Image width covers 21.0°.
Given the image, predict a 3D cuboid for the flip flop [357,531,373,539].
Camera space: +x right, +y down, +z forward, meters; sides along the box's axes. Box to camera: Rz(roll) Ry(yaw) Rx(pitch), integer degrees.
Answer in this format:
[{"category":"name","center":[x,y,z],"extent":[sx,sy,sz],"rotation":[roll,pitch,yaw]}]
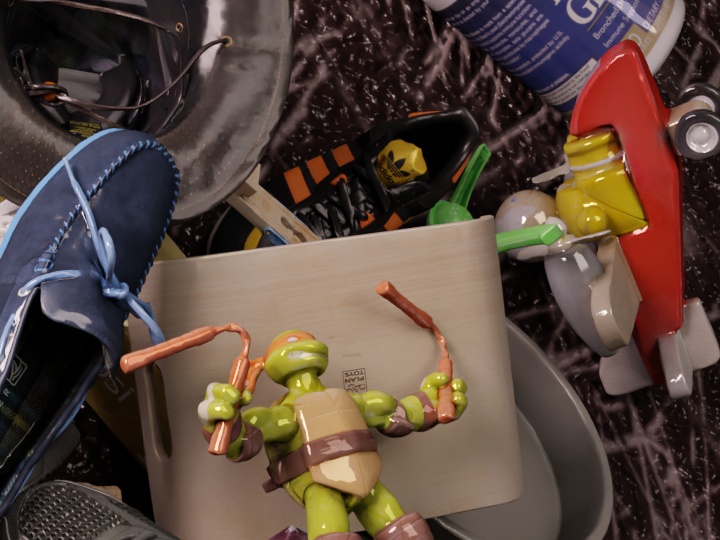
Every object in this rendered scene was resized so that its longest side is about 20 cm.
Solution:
[{"category":"flip flop","center":[0.025,0.182,1.029],"extent":[0.199,0.058,0.081],"rotation":[33,10,-20]}]

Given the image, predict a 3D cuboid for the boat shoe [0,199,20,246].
[{"category":"boat shoe","center":[-0.168,0.013,0.891],"extent":[0.074,0.065,0.200],"rotation":[44,51,-4]}]

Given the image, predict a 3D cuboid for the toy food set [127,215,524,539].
[{"category":"toy food set","center":[-0.013,0.055,0.971],"extent":[0.198,0.060,0.145],"rotation":[-8,94,-21]}]

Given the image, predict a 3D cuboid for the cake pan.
[{"category":"cake pan","center":[0.054,0.089,1.091],"extent":[0.199,0.037,0.201],"rotation":[28,35,-22]}]

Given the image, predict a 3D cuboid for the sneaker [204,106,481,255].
[{"category":"sneaker","center":[-0.007,-0.043,1.113],"extent":[0.200,0.090,0.070],"rotation":[-35,88,-44]}]

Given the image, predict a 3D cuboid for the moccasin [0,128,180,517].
[{"category":"moccasin","center":[-0.126,0.030,0.842],"extent":[0.080,0.068,0.201],"rotation":[42,66,-40]}]

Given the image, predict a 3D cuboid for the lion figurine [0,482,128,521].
[{"category":"lion figurine","center":[-0.156,0.194,0.871],"extent":[0.122,0.072,0.202],"rotation":[8,90,-58]}]

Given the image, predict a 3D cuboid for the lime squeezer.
[{"category":"lime squeezer","center":[0.065,-0.032,1.166],"extent":[0.038,0.071,0.200],"rotation":[34,9,-15]}]

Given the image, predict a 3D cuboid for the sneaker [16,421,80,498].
[{"category":"sneaker","center":[-0.224,0.092,0.890],"extent":[0.104,0.060,0.200],"rotation":[53,49,-4]}]

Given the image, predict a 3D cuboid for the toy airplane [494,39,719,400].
[{"category":"toy airplane","center":[0.153,-0.015,1.198],"extent":[0.140,0.200,0.201],"rotation":[1,66,9]}]

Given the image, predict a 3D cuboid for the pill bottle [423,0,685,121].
[{"category":"pill bottle","center":[0.106,-0.195,1.274],"extent":[0.199,0.111,0.111],"rotation":[36,48,-15]}]

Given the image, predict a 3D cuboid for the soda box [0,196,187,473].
[{"category":"soda box","center":[-0.138,0.003,1.001],"extent":[0.200,0.068,0.064],"rotation":[49,47,-4]}]

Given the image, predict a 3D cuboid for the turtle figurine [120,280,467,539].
[{"category":"turtle figurine","center":[-0.018,0.091,0.877],"extent":[0.199,0.064,0.162],"rotation":[-1,62,-47]}]

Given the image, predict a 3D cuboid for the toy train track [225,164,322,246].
[{"category":"toy train track","center":[0.000,0.000,1.031],"extent":[0.200,0.032,0.115],"rotation":[41,31,-26]}]

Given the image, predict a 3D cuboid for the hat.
[{"category":"hat","center":[-0.126,-0.114,0.942],"extent":[0.199,0.081,0.202],"rotation":[2,84,-17]}]

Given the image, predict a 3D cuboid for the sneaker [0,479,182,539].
[{"category":"sneaker","center":[-0.060,0.143,0.805],"extent":[0.199,0.087,0.080],"rotation":[31,48,8]}]

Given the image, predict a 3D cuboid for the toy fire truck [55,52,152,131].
[{"category":"toy fire truck","center":[-0.117,-0.140,1.081],"extent":[0.176,0.129,0.200],"rotation":[49,56,-4]}]

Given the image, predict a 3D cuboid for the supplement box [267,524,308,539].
[{"category":"supplement box","center":[-0.059,0.238,0.884],"extent":[0.103,0.131,0.201],"rotation":[37,47,-12]}]
